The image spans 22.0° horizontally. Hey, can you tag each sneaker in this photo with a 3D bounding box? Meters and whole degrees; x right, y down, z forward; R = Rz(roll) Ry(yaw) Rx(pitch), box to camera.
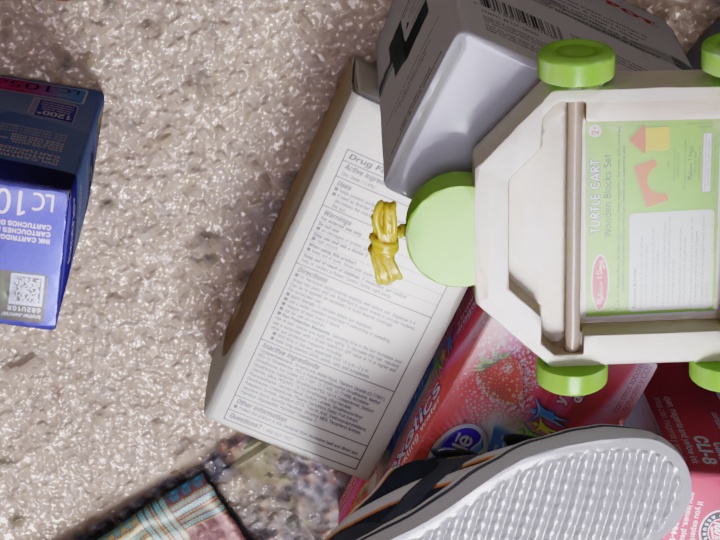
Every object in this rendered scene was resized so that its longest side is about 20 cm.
[{"bbox_3d":[0.065,0.122,0.939,0.199,0.079,0.079,-21,107,2],"label":"sneaker"}]

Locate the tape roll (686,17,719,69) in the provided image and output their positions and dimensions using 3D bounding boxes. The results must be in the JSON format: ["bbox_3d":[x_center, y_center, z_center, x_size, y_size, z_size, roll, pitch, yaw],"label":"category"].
[{"bbox_3d":[0.258,-0.055,0.987,0.199,0.066,0.202,-1,112,-2],"label":"tape roll"}]

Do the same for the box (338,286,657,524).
[{"bbox_3d":[0.069,0.093,1.022,0.094,0.103,0.201,24,111,-10],"label":"box"}]

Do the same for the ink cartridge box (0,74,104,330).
[{"bbox_3d":[-0.202,-0.036,0.903,0.135,0.200,0.077,8,112,-6],"label":"ink cartridge box"}]

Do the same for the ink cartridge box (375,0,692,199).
[{"bbox_3d":[0.087,-0.084,0.897,0.146,0.200,0.083,23,113,-11],"label":"ink cartridge box"}]

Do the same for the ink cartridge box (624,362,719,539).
[{"bbox_3d":[0.242,0.147,1.027,0.198,0.145,0.146,5,112,-5],"label":"ink cartridge box"}]

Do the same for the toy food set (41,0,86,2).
[{"bbox_3d":[-0.150,-0.229,0.908,0.197,0.049,0.201,-23,111,7],"label":"toy food set"}]

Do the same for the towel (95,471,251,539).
[{"bbox_3d":[-0.136,0.229,1.093,0.199,0.022,0.147,-33,107,2],"label":"towel"}]

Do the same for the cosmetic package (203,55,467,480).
[{"bbox_3d":[0.000,0.000,0.996,0.105,0.071,0.201,24,110,-11],"label":"cosmetic package"}]

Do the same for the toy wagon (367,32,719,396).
[{"bbox_3d":[0.102,-0.023,0.794,0.198,0.040,0.156,-2,115,1],"label":"toy wagon"}]
